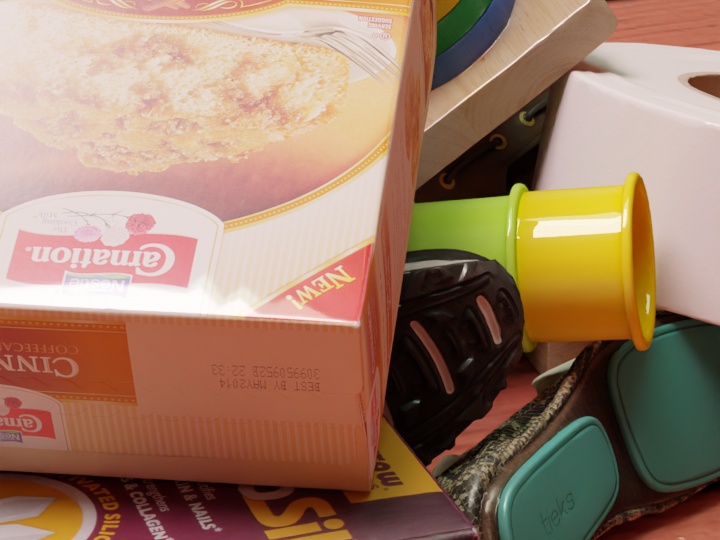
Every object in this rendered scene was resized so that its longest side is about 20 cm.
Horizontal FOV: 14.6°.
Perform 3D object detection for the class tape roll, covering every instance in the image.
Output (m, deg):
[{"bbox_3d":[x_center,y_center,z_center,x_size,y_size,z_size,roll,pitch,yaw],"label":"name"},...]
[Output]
[{"bbox_3d":[0.164,-0.029,1.046,0.201,0.071,0.203,9,13,-2],"label":"tape roll"}]

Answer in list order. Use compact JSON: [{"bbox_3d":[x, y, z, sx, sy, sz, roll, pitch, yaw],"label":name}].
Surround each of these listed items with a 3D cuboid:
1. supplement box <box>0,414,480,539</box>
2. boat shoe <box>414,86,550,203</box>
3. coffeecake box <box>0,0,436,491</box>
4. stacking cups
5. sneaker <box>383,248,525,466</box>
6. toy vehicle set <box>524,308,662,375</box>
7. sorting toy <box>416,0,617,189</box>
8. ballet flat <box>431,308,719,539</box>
[{"bbox_3d":[-0.073,0.107,0.822,0.199,0.086,0.110,-8,23,-17],"label":"supplement box"},{"bbox_3d":[0.032,-0.021,1.097,0.067,0.072,0.200,32,60,14],"label":"boat shoe"},{"bbox_3d":[-0.061,-0.034,0.860,0.152,0.073,0.201,3,46,6],"label":"coffeecake box"},{"bbox_3d":[0.000,0.000,0.963,0.198,0.061,0.061,-2,21,15],"label":"stacking cups"},{"bbox_3d":[-0.042,0.039,0.920,0.199,0.074,0.080,-24,29,8],"label":"sneaker"},{"bbox_3d":[0.108,-0.011,1.178,0.123,0.027,0.200,-6,23,-12],"label":"toy vehicle set"},{"bbox_3d":[-0.033,-0.094,1.073,0.198,0.070,0.200,-38,34,0],"label":"sorting toy"},{"bbox_3d":[0.071,0.061,0.963,0.075,0.068,0.200,-9,13,40],"label":"ballet flat"}]
